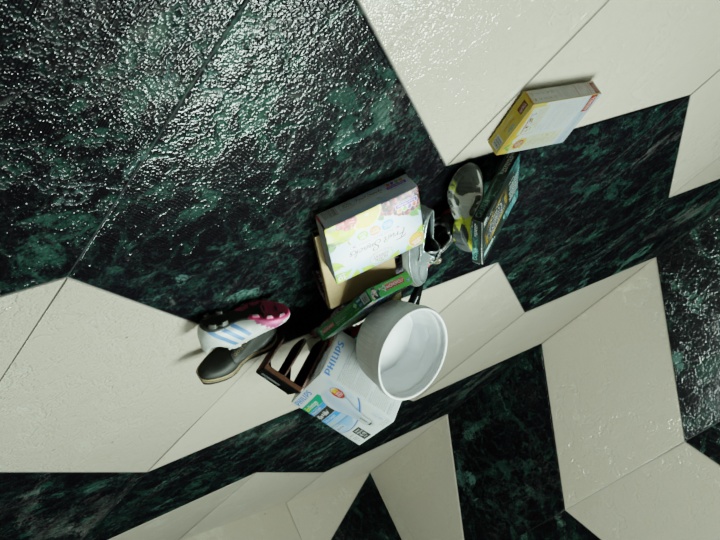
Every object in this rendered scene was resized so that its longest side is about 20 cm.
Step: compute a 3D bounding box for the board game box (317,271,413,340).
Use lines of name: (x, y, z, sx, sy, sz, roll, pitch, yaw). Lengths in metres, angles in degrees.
board game box: (0.008, 0.076, 1.619, 0.133, 0.029, 0.199, -25, 169, -44)

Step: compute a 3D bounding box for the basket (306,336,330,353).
basket: (-0.036, 0.231, 1.949, 0.138, 0.179, 0.199, -35, 148, 13)

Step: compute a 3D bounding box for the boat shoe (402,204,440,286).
boat shoe: (0.129, -0.045, 1.586, 0.070, 0.070, 0.204, -51, 145, -42)

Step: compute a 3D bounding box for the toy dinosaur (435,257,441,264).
toy dinosaur: (0.104, 0.011, 1.832, 0.197, 0.048, 0.088, -27, 155, 6)

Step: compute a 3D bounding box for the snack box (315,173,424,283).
snack box: (0.021, -0.078, 1.449, 0.196, 0.053, 0.144, -25, 137, -12)

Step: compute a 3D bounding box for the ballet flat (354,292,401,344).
ballet flat: (0.053, 0.112, 1.720, 0.201, 0.070, 0.071, -54, 179, -41)

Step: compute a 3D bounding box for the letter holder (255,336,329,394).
letter holder: (-0.157, 0.197, 1.767, 0.144, 0.099, 0.200, -59, -174, -15)

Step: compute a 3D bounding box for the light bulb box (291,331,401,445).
light bulb box: (-0.024, 0.270, 1.741, 0.199, 0.198, 0.126, -49, -169, 53)

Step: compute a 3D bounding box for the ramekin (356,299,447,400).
ramekin: (0.081, 0.159, 1.618, 0.197, 0.104, 0.205, -16, 116, -35)

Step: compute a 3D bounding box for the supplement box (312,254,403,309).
supplement box: (0.000, 0.000, 1.646, 0.197, 0.062, 0.109, -27, 159, -5)

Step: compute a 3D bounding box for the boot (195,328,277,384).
boot: (-0.266, 0.151, 1.636, 0.198, 0.078, 0.139, -35, 159, -27)

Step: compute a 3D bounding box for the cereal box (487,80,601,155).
cereal box: (0.358, -0.296, 1.485, 0.196, 0.040, 0.145, -16, 155, -33)

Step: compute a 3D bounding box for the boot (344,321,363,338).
boot: (0.017, 0.126, 1.865, 0.140, 0.203, 0.073, 1, 138, 18)

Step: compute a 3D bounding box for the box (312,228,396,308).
box: (-0.008, -0.029, 1.526, 0.161, 0.021, 0.203, -25, 136, -14)

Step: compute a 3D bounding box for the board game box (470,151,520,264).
board game box: (0.278, -0.130, 1.573, 0.202, 0.028, 0.137, -58, 155, -29)

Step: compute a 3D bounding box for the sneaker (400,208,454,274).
sneaker: (0.145, -0.054, 1.676, 0.200, 0.071, 0.098, -44, 174, 28)

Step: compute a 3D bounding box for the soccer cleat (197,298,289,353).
soccer cleat: (-0.240, 0.115, 1.565, 0.196, 0.070, 0.088, -10, 130, -26)

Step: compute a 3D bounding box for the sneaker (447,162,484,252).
sneaker: (0.226, -0.141, 1.588, 0.085, 0.073, 0.204, -53, 150, -45)

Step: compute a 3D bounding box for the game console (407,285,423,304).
game console: (0.104, 0.135, 1.806, 0.200, 0.030, 0.181, -56, 158, -62)

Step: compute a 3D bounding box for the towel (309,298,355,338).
towel: (-0.027, 0.090, 1.774, 0.145, 0.030, 0.200, -27, 171, -35)
